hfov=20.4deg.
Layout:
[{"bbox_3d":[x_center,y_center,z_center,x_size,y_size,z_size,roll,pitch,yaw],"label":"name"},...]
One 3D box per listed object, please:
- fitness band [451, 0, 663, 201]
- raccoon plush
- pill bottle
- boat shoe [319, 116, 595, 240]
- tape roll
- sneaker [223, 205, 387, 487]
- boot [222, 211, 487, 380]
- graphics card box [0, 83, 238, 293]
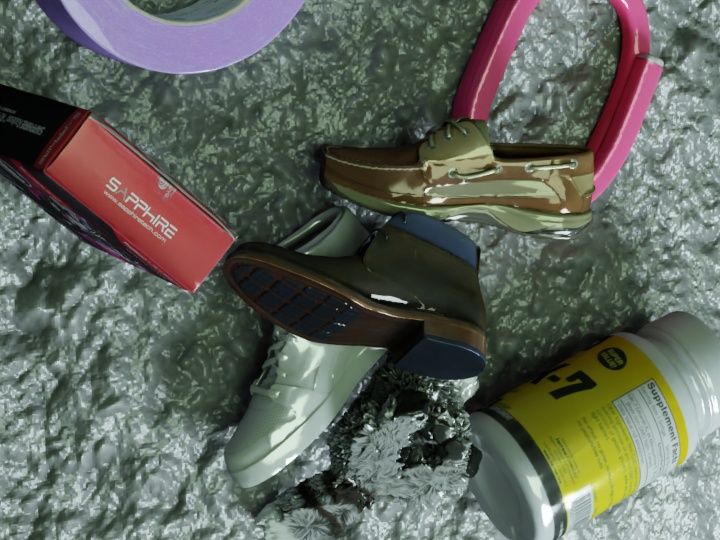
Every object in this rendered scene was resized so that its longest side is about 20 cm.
[{"bbox_3d":[0.146,-0.134,1.482,0.143,0.037,0.200,23,89,-28],"label":"fitness band"},{"bbox_3d":[0.005,0.101,1.455,0.200,0.134,0.097,-20,126,13],"label":"raccoon plush"},{"bbox_3d":[0.182,0.117,1.509,0.200,0.114,0.114,-28,112,-20],"label":"pill bottle"},{"bbox_3d":[0.071,-0.074,1.415,0.200,0.076,0.074,8,108,-11],"label":"boat shoe"},{"bbox_3d":[-0.125,-0.232,1.309,0.200,0.066,0.200,-6,104,-25],"label":"tape roll"},{"bbox_3d":[-0.052,0.046,1.406,0.116,0.074,0.200,48,69,-24],"label":"sneaker"},{"bbox_3d":[0.000,0.000,1.369,0.200,0.075,0.097,23,56,-23],"label":"boot"},{"bbox_3d":[-0.171,-0.055,1.246,0.125,0.200,0.051,41,81,-29],"label":"graphics card box"}]
